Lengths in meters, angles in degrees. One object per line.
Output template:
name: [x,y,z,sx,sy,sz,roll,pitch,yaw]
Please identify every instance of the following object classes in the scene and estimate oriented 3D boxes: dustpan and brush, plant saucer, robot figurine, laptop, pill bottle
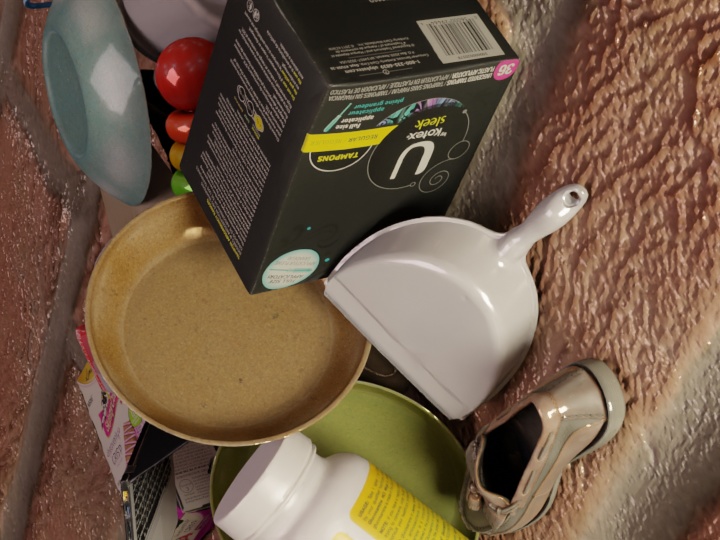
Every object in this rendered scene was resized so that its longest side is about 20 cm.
dustpan and brush: [0.079,0.003,1.152,0.140,0.057,0.200,45,142,-4]
plant saucer: [-0.222,-0.146,1.429,0.201,0.039,0.202,47,145,50]
robot figurine: [-0.120,-0.220,1.356,0.200,0.113,0.170,-14,56,60]
plant saucer: [-0.010,0.163,1.286,0.031,0.199,0.201,-69,-19,-67]
laptop: [-0.118,0.153,1.412,0.187,0.115,0.201,-79,-13,-71]
plant saucer: [-0.091,0.036,1.228,0.201,0.199,0.035,62,161,24]
pill bottle: [0.002,0.199,1.221,0.200,0.113,0.112,39,148,-8]

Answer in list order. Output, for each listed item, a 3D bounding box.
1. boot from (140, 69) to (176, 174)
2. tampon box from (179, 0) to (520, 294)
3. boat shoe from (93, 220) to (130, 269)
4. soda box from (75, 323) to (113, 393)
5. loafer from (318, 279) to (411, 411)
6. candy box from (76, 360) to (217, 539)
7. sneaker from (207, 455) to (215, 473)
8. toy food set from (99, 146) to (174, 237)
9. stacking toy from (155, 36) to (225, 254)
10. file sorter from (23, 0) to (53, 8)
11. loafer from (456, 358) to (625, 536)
boot: [-0.154,-0.106,1.496,0.200,0.074,0.097,33,126,48]
tampon box: [-0.013,-0.104,1.184,0.127,0.149,0.200,59,145,30]
boat shoe: [-0.134,-0.015,1.404,0.199,0.074,0.067,-29,41,24]
soda box: [-0.175,0.064,1.460,0.064,0.070,0.200,65,161,-10]
loafer: [0.000,0.000,1.293,0.071,0.073,0.201,-31,79,47]
candy box: [-0.197,0.158,1.683,0.201,0.061,0.136,66,149,20]
sneaker: [-0.076,0.166,1.481,0.067,0.090,0.200,55,174,-1]
toy food set: [-0.171,-0.031,1.542,0.144,0.060,0.201,52,158,42]
stacking toy: [-0.111,-0.073,1.303,0.085,0.085,0.201,16,122,57]
file sorter: [-0.243,-0.342,1.511,0.139,0.122,0.201,-28,76,58]
loafer: [0.101,0.120,1.161,0.072,0.063,0.200,63,147,21]
